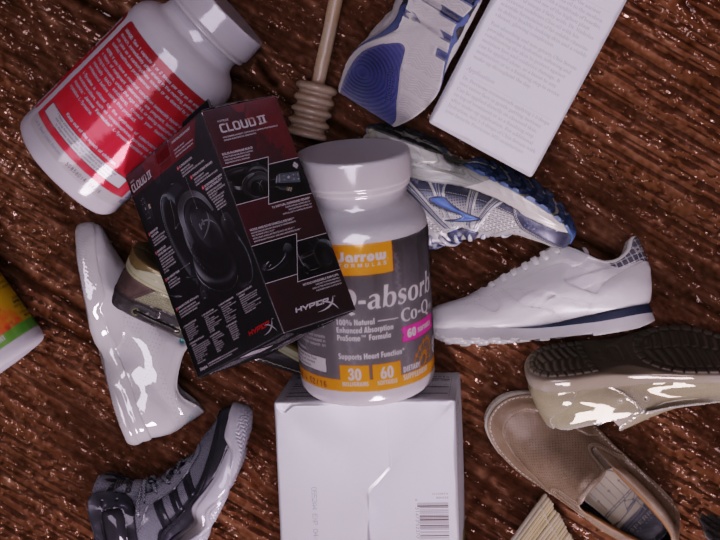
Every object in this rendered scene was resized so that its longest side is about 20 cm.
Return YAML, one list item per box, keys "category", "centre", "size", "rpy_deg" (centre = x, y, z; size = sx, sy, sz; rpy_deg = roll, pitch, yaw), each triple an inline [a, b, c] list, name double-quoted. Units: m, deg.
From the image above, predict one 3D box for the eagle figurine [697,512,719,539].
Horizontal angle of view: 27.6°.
- category: "eagle figurine"
  centre: [0.395, 0.261, 1.238]
  size: [0.150, 0.152, 0.201]
  rpy_deg: [-23, 101, 28]

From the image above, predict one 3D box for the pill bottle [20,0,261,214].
- category: "pill bottle"
  centre: [-0.182, -0.152, 1.237]
  size: [0.200, 0.112, 0.112]
  rpy_deg: [-43, 92, 9]

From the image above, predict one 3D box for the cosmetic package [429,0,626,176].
- category: "cosmetic package"
  centre: [0.146, -0.191, 1.222]
  size: [0.101, 0.071, 0.201]
  rpy_deg: [28, 100, 1]

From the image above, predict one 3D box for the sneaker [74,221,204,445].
- category: "sneaker"
  centre: [-0.195, 0.047, 1.296]
  size: [0.088, 0.075, 0.202]
  rpy_deg: [-17, 100, -8]

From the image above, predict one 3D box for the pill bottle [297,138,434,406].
- category: "pill bottle"
  centre: [0.000, 0.000, 1.203]
  size: [0.115, 0.116, 0.202]
  rpy_deg: [-3, 108, 6]

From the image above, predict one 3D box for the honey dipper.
- category: "honey dipper"
  centre: [-0.024, -0.213, 1.254]
  size: [0.038, 0.038, 0.202]
  rpy_deg: [14, 97, 3]

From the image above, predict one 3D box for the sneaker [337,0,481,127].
- category: "sneaker"
  centre: [0.067, -0.220, 1.224]
  size: [0.080, 0.115, 0.200]
  rpy_deg: [35, 129, 1]

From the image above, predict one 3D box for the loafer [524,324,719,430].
- category: "loafer"
  centre: [0.237, 0.096, 1.255]
  size: [0.198, 0.076, 0.069]
  rpy_deg: [-2, 123, -1]

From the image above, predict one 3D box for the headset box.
- category: "headset box"
  centre: [-0.103, -0.033, 1.165]
  size: [0.077, 0.149, 0.202]
  rpy_deg: [-15, 81, -37]

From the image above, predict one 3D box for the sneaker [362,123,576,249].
- category: "sneaker"
  centre: [0.087, -0.055, 1.254]
  size: [0.198, 0.077, 0.086]
  rpy_deg: [24, 108, 10]

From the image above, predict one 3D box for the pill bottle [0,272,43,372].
- category: "pill bottle"
  centre: [-0.377, 0.010, 1.278]
  size: [0.111, 0.111, 0.201]
  rpy_deg: [-35, 93, 9]

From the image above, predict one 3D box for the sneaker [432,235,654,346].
- category: "sneaker"
  centre: [0.151, 0.022, 1.258]
  size: [0.198, 0.076, 0.081]
  rpy_deg: [-7, 89, -1]

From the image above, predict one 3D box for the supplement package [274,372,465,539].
- category: "supplement package"
  centre: [0.012, 0.198, 1.269]
  size: [0.154, 0.111, 0.202]
  rpy_deg: [-1, 99, 6]

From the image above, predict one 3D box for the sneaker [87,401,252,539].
- category: "sneaker"
  centre: [-0.176, 0.193, 1.302]
  size: [0.113, 0.076, 0.201]
  rpy_deg: [25, 102, -1]

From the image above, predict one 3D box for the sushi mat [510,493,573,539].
- category: "sushi mat"
  centre: [0.131, 0.293, 1.248]
  size: [0.200, 0.012, 0.096]
  rpy_deg: [-47, 110, -33]

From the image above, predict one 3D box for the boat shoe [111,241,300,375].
- category: "boat shoe"
  centre: [-0.122, 0.045, 1.271]
  size: [0.200, 0.072, 0.066]
  rpy_deg: [28, 113, -20]

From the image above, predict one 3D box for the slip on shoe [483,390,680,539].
- category: "slip on shoe"
  centre: [0.194, 0.178, 1.275]
  size: [0.200, 0.061, 0.076]
  rpy_deg: [40, 99, -1]
